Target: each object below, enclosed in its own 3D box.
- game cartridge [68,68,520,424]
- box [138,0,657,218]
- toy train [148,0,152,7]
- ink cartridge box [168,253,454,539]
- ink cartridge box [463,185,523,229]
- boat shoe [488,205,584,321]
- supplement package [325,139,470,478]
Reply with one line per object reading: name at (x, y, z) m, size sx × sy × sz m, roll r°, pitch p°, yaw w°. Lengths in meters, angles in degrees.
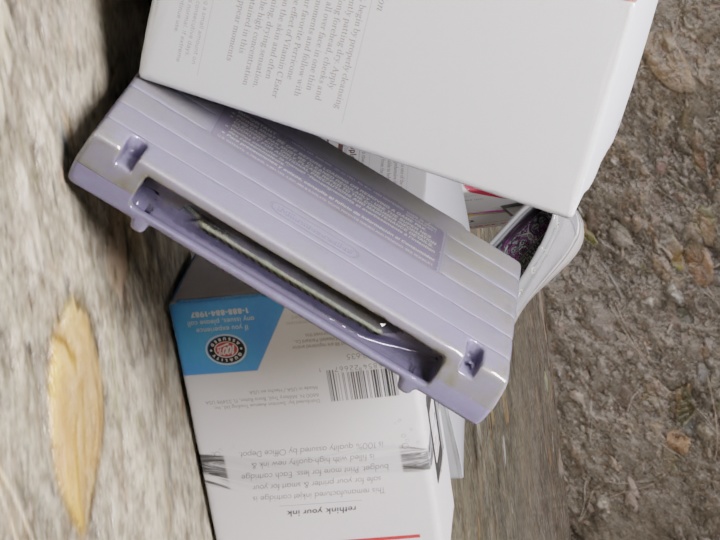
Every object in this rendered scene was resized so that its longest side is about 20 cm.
game cartridge at (-0.022, -0.019, 0.822) m, size 0.039 × 0.199 × 0.130 m, roll -57°, pitch -174°, yaw 20°
box at (0.022, -0.113, 0.830) m, size 0.124 × 0.198 × 0.098 m, roll -50°, pitch 157°, yaw -66°
toy train at (-0.073, -0.095, 0.946) m, size 0.201 × 0.034 × 0.046 m, roll 72°, pitch 20°, yaw -51°
ink cartridge box at (-0.018, 0.088, 0.944) m, size 0.067 × 0.115 × 0.202 m, roll -75°, pitch 159°, yaw -65°
ink cartridge box at (0.108, -0.093, 1.645) m, size 0.200 × 0.146 × 0.087 m, roll 35°, pitch 50°, yaw -75°
boat shoe at (0.110, 0.019, 1.599) m, size 0.072 × 0.200 × 0.068 m, roll 51°, pitch 12°, yaw 30°
supplement package at (0.000, 0.000, 1.098) m, size 0.201 × 0.110 × 0.157 m, roll -84°, pitch 165°, yaw -46°
